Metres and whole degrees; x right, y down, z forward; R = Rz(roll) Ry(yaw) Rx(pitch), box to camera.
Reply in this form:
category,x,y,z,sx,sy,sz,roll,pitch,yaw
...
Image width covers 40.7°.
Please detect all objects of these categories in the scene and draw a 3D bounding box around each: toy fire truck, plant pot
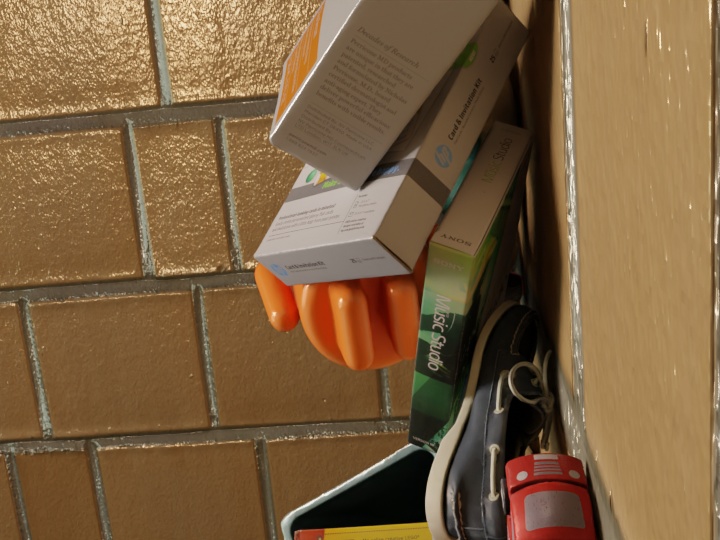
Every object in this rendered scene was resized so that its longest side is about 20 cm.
category,x,y,z,sx,sy,sz,roll,pitch,yaw
toy fire truck,0.110,0.222,0.540,0.142,0.048,0.203,-87,-8,-59
plant pot,0.073,0.305,1.010,0.199,0.195,0.198,19,-138,-61

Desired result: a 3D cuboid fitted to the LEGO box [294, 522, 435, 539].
category,x,y,z,sx,sy,sz,roll,pitch,yaw
LEGO box,0.056,0.246,0.770,0.149,0.196,0.079,74,-168,-69

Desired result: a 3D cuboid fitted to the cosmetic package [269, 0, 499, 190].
category,x,y,z,sx,sy,sz,roll,pitch,yaw
cosmetic package,0.023,-0.161,0.597,0.201,0.070,0.102,-51,22,33

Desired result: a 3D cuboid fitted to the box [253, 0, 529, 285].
category,x,y,z,sx,sy,sz,roll,pitch,yaw
box,0.020,-0.087,0.683,0.041,0.155,0.202,40,-114,-26

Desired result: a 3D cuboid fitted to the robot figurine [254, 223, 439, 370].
category,x,y,z,sx,sy,sz,roll,pitch,yaw
robot figurine,-0.002,0.000,0.782,0.116,0.144,0.201,38,-166,-23

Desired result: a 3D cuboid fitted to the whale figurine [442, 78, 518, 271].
category,x,y,z,sx,sy,sz,roll,pitch,yaw
whale figurine,0.085,-0.088,0.830,0.159,0.102,0.204,48,-146,-83

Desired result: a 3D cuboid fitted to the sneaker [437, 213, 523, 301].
category,x,y,z,sx,sy,sz,roll,pitch,yaw
sneaker,0.088,-0.035,0.914,0.079,0.094,0.202,85,164,-60

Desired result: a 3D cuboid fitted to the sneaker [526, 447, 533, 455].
category,x,y,z,sx,sy,sz,roll,pitch,yaw
sneaker,0.127,0.186,0.924,0.200,0.075,0.083,26,-122,-82

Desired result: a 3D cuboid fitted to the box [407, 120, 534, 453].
category,x,y,z,sx,sy,sz,roll,pitch,yaw
box,0.079,0.016,0.706,0.145,0.036,0.202,-59,-22,-43

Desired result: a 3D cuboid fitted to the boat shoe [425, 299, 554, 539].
category,x,y,z,sx,sy,sz,roll,pitch,yaw
boat shoe,0.102,0.100,0.678,0.201,0.061,0.076,-59,-41,-44
